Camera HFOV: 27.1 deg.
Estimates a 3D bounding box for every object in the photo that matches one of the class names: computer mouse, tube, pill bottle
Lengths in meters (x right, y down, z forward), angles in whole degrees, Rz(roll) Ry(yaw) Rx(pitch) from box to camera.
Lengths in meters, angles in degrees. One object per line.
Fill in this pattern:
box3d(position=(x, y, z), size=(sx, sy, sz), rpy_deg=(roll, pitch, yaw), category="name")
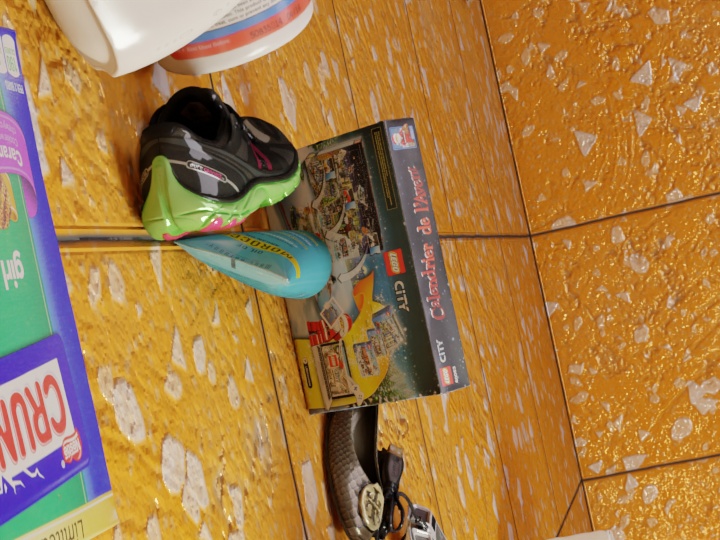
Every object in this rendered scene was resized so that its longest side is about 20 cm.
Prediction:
box3d(position=(0.051, 0.253, 1.331), size=(0.110, 0.043, 0.201), rpy_deg=(-92, 159, -55), category="computer mouse")
box3d(position=(-0.064, -0.004, 1.020), size=(0.200, 0.076, 0.051), rpy_deg=(-1, 104, -80), category="tube")
box3d(position=(-0.108, -0.234, 0.919), size=(0.113, 0.111, 0.202), rpy_deg=(-81, 156, -58), category="pill bottle")

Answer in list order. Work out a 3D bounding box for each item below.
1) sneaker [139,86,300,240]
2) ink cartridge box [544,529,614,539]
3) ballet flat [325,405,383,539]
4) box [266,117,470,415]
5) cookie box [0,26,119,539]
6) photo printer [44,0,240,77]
box3d(position=(-0.088, -0.078, 0.945), size=(0.200, 0.076, 0.085), rpy_deg=(-57, 137, -74), category="sneaker")
box3d(position=(0.272, 0.419, 1.909), size=(0.201, 0.143, 0.085), rpy_deg=(61, 20, -52), category="ink cartridge box")
box3d(position=(0.001, 0.126, 1.210), size=(0.068, 0.046, 0.202), rpy_deg=(62, 20, -49), category="ballet flat")
box3d(position=(0.000, 0.000, 1.121), size=(0.037, 0.136, 0.203), rpy_deg=(-11, 89, -49), category="box")
box3d(position=(-0.164, 0.014, 0.517), size=(0.171, 0.074, 0.203), rpy_deg=(-12, 91, -78), category="cookie box")
box3d(position=(-0.117, -0.215, 0.788), size=(0.166, 0.069, 0.201), rpy_deg=(-44, 135, -22), category="photo printer")
